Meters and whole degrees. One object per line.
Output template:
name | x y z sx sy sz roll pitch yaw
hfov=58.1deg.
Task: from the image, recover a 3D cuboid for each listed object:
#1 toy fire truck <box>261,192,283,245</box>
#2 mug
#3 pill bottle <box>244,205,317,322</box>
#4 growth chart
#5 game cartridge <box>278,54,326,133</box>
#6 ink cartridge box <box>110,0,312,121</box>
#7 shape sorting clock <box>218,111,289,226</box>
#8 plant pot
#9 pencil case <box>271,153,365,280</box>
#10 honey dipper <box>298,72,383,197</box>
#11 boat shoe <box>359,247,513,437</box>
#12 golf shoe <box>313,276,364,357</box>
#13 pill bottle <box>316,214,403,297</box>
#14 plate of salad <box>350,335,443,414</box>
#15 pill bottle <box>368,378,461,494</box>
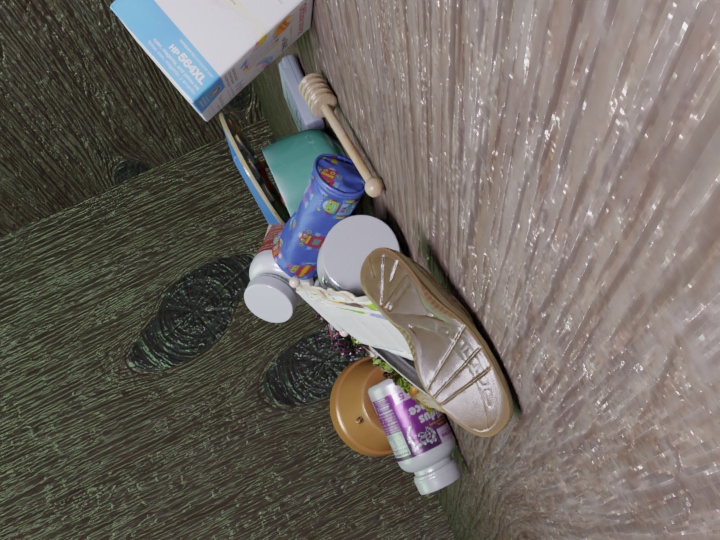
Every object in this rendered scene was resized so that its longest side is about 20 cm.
toy fire truck | -0.144 -0.125 1.410 0.176 0.197 0.131 92 153 -80
mug | -0.079 -0.155 1.015 0.152 0.113 0.188 87 159 -80
pill bottle | -0.120 -0.015 1.089 0.202 0.110 0.113 -69 -33 -44
growth chart | 0.012 0.062 0.767 0.197 0.018 0.145 14 153 37
game cartridge | -0.098 -0.278 1.129 0.200 0.040 0.136 161 89 -86
ink cartridge box | -0.145 -0.288 0.715 0.126 0.200 0.129 48 178 -7
shape sorting clock | -0.166 -0.161 1.028 0.203 0.039 0.200 64 178 3
plant pot | 0.050 0.260 1.282 0.203 0.197 0.140 65 158 9
pencil case | -0.059 -0.072 0.885 0.201 0.077 0.088 126 157 -46
honey dipper | -0.023 -0.165 0.797 0.038 0.037 0.202 74 170 -62
boat shoe | 0.079 0.058 0.601 0.064 0.071 0.201 3 -133 -55
golf shoe | -0.027 0.072 1.108 0.201 0.071 0.093 70 -168 -50
pill bottle | 0.001 0.002 0.850 0.200 0.114 0.117 91 155 -78
plate of salad | 0.056 0.145 0.953 0.199 0.048 0.200 39 -177 -2
pill bottle | 0.100 0.279 1.137 0.112 0.111 0.203 90 155 -80
